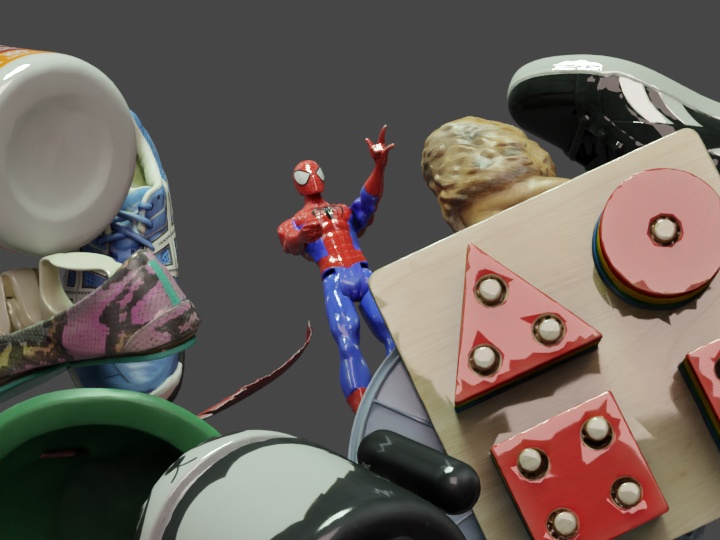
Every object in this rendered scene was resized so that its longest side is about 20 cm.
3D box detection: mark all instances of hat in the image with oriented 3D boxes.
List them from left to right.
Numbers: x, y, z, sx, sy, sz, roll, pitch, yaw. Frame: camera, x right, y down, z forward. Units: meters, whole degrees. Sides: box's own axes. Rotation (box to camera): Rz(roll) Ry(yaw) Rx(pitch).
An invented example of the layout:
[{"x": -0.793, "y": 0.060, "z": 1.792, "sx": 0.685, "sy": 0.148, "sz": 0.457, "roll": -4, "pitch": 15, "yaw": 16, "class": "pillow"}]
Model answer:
[{"x": -0.125, "y": 0.128, "z": 1.132, "sx": 0.199, "sy": 0.176, "sz": 0.166, "roll": -2, "pitch": 99, "yaw": -1, "class": "hat"}]

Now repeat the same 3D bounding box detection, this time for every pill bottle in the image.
[{"x": -0.228, "y": -0.076, "z": 1.176, "sx": 0.200, "sy": 0.113, "sz": 0.113, "roll": 13, "pitch": 51, "yaw": 47, "class": "pill bottle"}]

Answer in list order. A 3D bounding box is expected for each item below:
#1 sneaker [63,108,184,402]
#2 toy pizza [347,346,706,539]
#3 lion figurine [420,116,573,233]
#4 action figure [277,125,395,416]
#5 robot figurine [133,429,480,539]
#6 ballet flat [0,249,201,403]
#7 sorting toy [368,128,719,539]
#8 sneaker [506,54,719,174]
[{"x": -0.144, "y": -0.007, "z": 1.193, "sx": 0.075, "sy": 0.077, "sz": 0.200, "roll": -7, "pitch": 59, "yaw": -7, "class": "sneaker"}, {"x": 0.093, "y": 0.110, "z": 1.118, "sx": 0.199, "sy": 0.032, "sz": 0.201, "roll": 0, "pitch": 80, "yaw": 3, "class": "toy pizza"}, {"x": 0.089, "y": 0.001, "z": 1.190, "sx": 0.122, "sy": 0.073, "sz": 0.201, "roll": 1, "pitch": 66, "yaw": 13, "class": "lion figurine"}, {"x": 0.000, "y": 0.000, "z": 1.179, "sx": 0.065, "sy": 0.099, "sz": 0.200, "roll": -12, "pitch": 55, "yaw": -17, "class": "action figure"}, {"x": -0.025, "y": 0.146, "z": 0.949, "sx": 0.150, "sy": 0.125, "sz": 0.200, "roll": 0, "pitch": 12, "yaw": -34, "class": "robot figurine"}, {"x": -0.165, "y": 0.028, "z": 1.115, "sx": 0.069, "sy": 0.200, "sz": 0.071, "roll": -23, "pitch": 94, "yaw": -46, "class": "ballet flat"}, {"x": 0.132, "y": 0.046, "z": 1.076, "sx": 0.200, "sy": 0.070, "sz": 0.199, "roll": -25, "pitch": 80, "yaw": -2, "class": "sorting toy"}, {"x": 0.174, "y": -0.056, "z": 1.229, "sx": 0.199, "sy": 0.073, "sz": 0.112, "roll": 17, "pitch": 57, "yaw": 9, "class": "sneaker"}]
